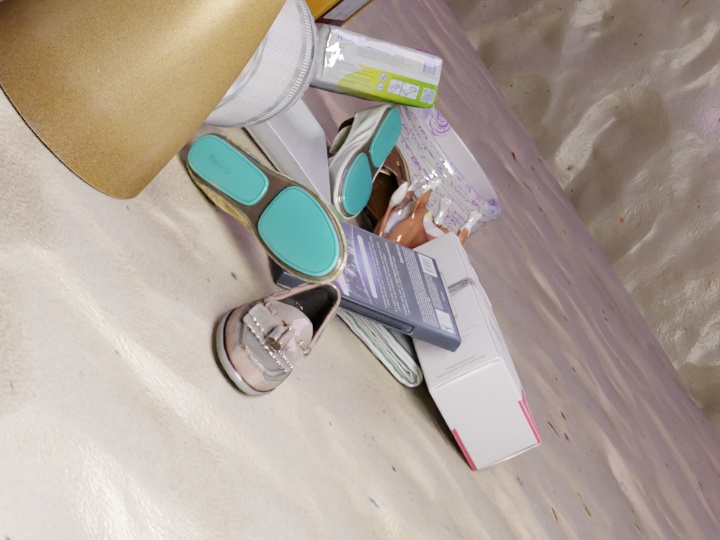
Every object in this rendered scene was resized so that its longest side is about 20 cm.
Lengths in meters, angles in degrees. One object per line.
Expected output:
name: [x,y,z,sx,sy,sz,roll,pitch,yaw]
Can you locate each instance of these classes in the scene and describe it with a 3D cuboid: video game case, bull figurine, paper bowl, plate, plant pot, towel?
video game case: [0.000,0.000,1.523,0.199,0.019,0.143,21,29,-23]
bull figurine: [0.077,-0.032,1.768,0.065,0.122,0.200,23,-6,27]
paper bowl: [0.088,-0.127,2.049,0.201,0.104,0.201,49,16,-20]
plate: [-0.101,-0.178,1.694,0.200,0.032,0.200,53,15,-25]
plant pot: [-0.160,-0.189,1.228,0.187,0.199,0.187,50,15,-18]
towel: [0.004,0.023,1.626,0.149,0.031,0.200,50,13,-26]

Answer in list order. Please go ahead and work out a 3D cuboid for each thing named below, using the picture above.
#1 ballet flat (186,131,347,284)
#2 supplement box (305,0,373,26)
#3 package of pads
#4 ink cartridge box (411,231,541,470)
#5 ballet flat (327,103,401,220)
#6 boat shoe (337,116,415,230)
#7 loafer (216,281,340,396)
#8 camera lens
ballet flat: [-0.075,-0.052,1.388,0.200,0.071,0.071,40,7,27]
supplement box: [-0.078,-0.441,2.165,0.198,0.132,0.200,55,15,3]
package of pads: [-0.015,-0.239,1.802,0.153,0.069,0.200,12,4,-24]
ink cartridge box: [0.108,0.083,1.631,0.201,0.082,0.147,-107,170,-48]
ballet flat: [-0.011,-0.122,1.785,0.070,0.069,0.201,49,40,-19]
boat shoe: [0.021,-0.110,1.852,0.201,0.072,0.068,67,8,31]
loafer: [-0.064,0.045,1.279,0.072,0.063,0.200,54,15,-3]
camera lens: [-0.136,-0.216,1.436,0.161,0.159,0.200,57,15,9]
